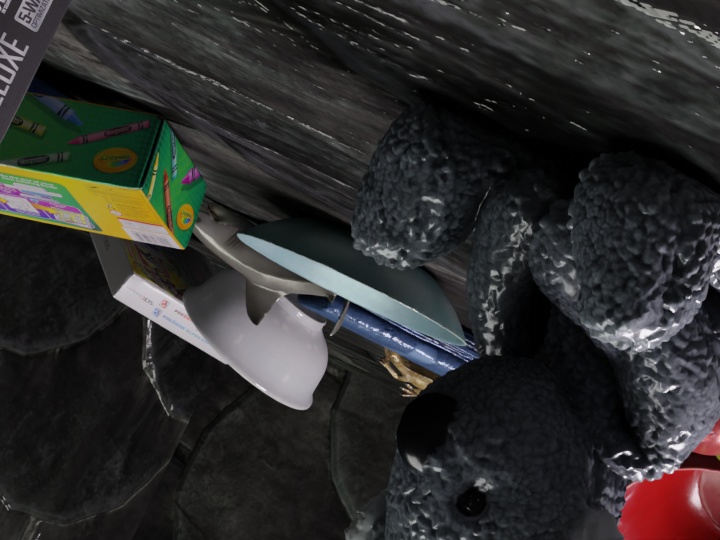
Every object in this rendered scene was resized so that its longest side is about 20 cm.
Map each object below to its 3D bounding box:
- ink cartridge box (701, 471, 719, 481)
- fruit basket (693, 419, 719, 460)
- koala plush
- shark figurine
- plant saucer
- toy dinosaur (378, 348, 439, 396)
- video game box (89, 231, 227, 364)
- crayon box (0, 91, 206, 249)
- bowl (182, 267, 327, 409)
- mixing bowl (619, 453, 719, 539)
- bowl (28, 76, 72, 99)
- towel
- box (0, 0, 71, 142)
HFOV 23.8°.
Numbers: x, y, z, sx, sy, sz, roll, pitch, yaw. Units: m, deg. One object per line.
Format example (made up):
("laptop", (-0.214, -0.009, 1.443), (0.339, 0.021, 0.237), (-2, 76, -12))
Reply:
("ink cartridge box", (0.289, 0.161, 1.521), (0.173, 0.044, 0.200), (23, 174, 17))
("fruit basket", (0.228, 0.085, 0.971), (0.200, 0.094, 0.185), (42, 173, -3))
("koala plush", (0.078, 0.064, 0.714), (0.184, 0.201, 0.177), (30, 173, -41))
("shark figurine", (-0.068, 0.013, 1.550), (0.214, 0.090, 0.128), (24, 176, 35))
("plant saucer", (0.000, 0.000, 1.345), (0.200, 0.039, 0.201), (25, 175, 2))
("toy dinosaur", (0.093, 0.147, 2.237), (0.200, 0.058, 0.101), (28, 173, -20))
("video game box", (-0.238, 0.008, 2.068), (0.182, 0.047, 0.200), (37, -167, -34))
("crayon box", (-0.224, -0.078, 1.232), (0.199, 0.058, 0.119), (11, 163, 14))
("bowl", (-0.104, 0.061, 1.992), (0.201, 0.090, 0.201), (40, -169, -10))
("mixing bowl", (0.302, 0.211, 1.362), (0.199, 0.201, 0.108), (16, -144, 23))
("bowl", (-0.297, -0.144, 1.342), (0.200, 0.039, 0.201), (26, 175, 3))
("towel", (0.041, 0.054, 1.628), (0.200, 0.049, 0.112), (27, 174, -23))
("box", (-0.243, -0.098, 0.890), (0.050, 0.158, 0.200), (29, 174, -38))
